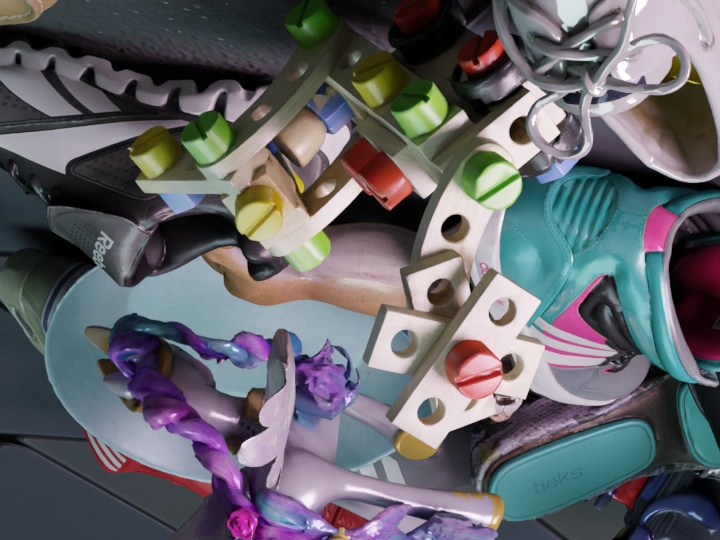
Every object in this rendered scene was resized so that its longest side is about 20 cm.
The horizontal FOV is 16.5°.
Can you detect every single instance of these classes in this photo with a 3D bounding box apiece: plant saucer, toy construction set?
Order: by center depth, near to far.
[{"bbox_3d":[0.006,-0.031,0.888,0.200,0.131,0.092,47,175,47],"label":"toy construction set"},{"bbox_3d":[-0.055,0.034,1.237,0.201,0.039,0.201,2,139,1],"label":"plant saucer"}]

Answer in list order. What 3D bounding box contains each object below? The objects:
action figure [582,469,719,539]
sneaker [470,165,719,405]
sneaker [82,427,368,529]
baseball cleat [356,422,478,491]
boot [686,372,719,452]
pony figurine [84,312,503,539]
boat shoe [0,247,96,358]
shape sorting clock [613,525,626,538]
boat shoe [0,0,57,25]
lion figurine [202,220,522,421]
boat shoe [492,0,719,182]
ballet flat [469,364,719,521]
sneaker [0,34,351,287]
[{"bbox_3d":[0.182,0.142,1.319,0.193,0.200,0.105,36,-163,-8],"label":"action figure"},{"bbox_3d":[0.129,0.015,1.076,0.121,0.084,0.200,14,163,25],"label":"sneaker"},{"bbox_3d":[-0.082,0.113,1.532,0.200,0.078,0.116,35,161,-26],"label":"sneaker"},{"bbox_3d":[0.002,0.077,1.350,0.200,0.070,0.106,18,161,-21],"label":"baseball cleat"},{"bbox_3d":[0.195,0.124,1.123,0.073,0.162,0.198,-16,119,23],"label":"boot"},{"bbox_3d":[-0.035,0.099,1.137,0.200,0.167,0.193,25,-161,-17],"label":"pony figurine"},{"bbox_3d":[-0.137,0.036,1.342,0.062,0.072,0.200,32,165,21],"label":"boat shoe"},{"bbox_3d":[0.234,0.186,1.406,0.200,0.200,0.039,8,117,-4],"label":"shape sorting clock"},{"bbox_3d":[-0.203,-0.105,0.936,0.201,0.063,0.073,6,161,16],"label":"boat shoe"},{"bbox_3d":[0.000,0.000,1.126,0.200,0.072,0.122,20,158,-6],"label":"lion figurine"},{"bbox_3d":[0.079,-0.078,0.807,0.075,0.086,0.202,3,160,25],"label":"boat shoe"},{"bbox_3d":[0.147,0.066,1.221,0.200,0.072,0.072,-14,162,-4],"label":"ballet flat"},{"bbox_3d":[-0.109,-0.041,1.029,0.200,0.091,0.066,9,161,8],"label":"sneaker"}]
